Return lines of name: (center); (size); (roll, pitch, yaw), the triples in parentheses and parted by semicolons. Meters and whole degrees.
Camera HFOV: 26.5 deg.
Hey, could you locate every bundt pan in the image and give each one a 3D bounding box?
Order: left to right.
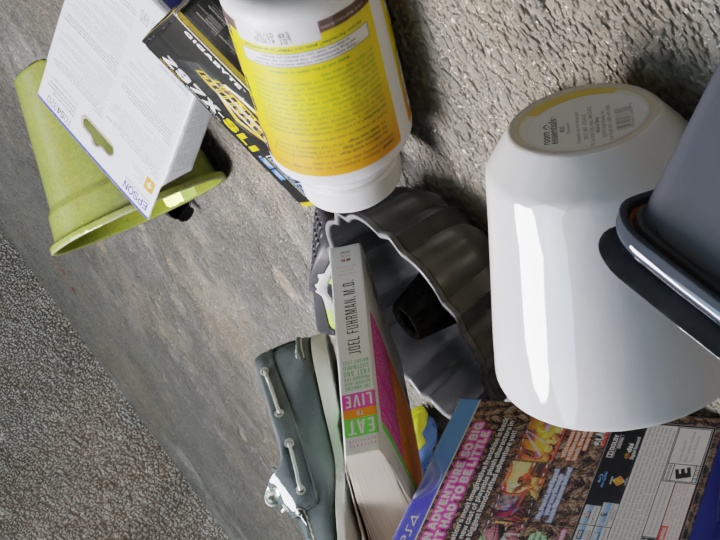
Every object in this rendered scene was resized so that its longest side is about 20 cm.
bundt pan: (0.062, 0.019, 1.185); (0.202, 0.076, 0.202); (48, 162, 21)

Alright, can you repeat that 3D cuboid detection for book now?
book: (0.011, 0.096, 1.120); (0.201, 0.048, 0.134); (-95, -9, -47)

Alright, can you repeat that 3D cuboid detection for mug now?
mug: (0.123, -0.021, 0.860); (0.186, 0.149, 0.154); (23, 137, 47)

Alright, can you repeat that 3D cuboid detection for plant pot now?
plant pot: (-0.267, -0.140, 1.602); (0.186, 0.199, 0.200); (66, 162, -1)

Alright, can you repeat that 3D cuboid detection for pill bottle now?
pill bottle: (-0.025, -0.137, 1.073); (0.109, 0.109, 0.201); (39, 156, 39)

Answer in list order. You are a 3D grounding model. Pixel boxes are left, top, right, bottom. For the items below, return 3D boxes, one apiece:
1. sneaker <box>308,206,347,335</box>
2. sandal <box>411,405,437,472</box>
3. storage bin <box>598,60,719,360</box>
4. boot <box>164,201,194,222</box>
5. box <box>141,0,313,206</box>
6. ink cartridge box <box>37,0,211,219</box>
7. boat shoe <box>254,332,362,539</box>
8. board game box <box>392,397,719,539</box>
sneaker: (0.000, 0.000, 1.334); (0.200, 0.082, 0.072); (84, -172, -69)
sandal: (0.054, 0.194, 1.544); (0.087, 0.079, 0.200); (48, 170, 7)
storage bin: (0.223, -0.024, 0.631); (0.200, 0.145, 0.135); (43, 132, 33)
boot: (-0.272, -0.148, 1.771); (0.138, 0.078, 0.200); (28, 162, 46)
box: (-0.081, -0.140, 1.238); (0.200, 0.049, 0.160); (45, 170, -13)
ink cartridge box: (-0.217, -0.187, 1.451); (0.196, 0.043, 0.201); (46, 133, 23)
boat shoe: (-0.037, 0.146, 1.082); (0.073, 0.061, 0.202); (61, -159, -74)
board game box: (0.138, 0.182, 1.027); (0.198, 0.160, 0.097); (2, 133, 31)
